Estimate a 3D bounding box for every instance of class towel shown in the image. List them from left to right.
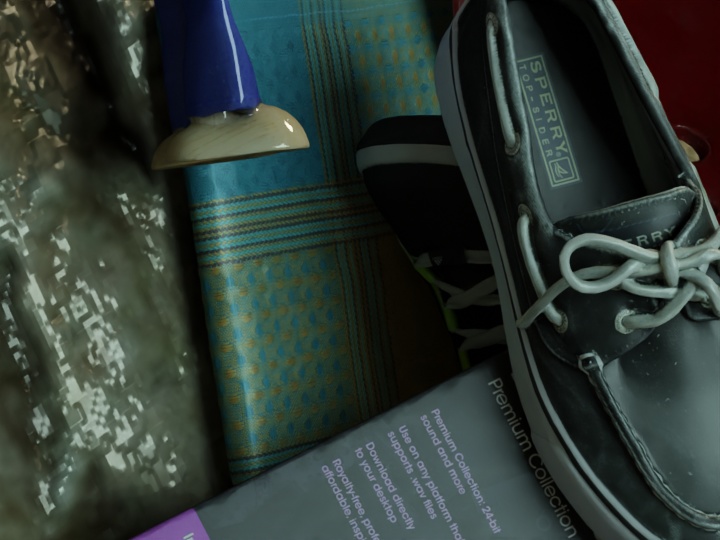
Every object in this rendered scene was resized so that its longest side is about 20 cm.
[{"bbox_3d":[0.000,0.000,0.994,0.146,0.022,0.201,-7,89,-45],"label":"towel"}]

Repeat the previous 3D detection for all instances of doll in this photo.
[{"bbox_3d":[-0.054,-0.132,0.891,0.048,0.136,0.201,-7,92,-11],"label":"doll"}]

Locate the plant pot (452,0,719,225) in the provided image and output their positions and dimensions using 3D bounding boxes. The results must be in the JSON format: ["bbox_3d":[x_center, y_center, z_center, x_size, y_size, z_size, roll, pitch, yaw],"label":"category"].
[{"bbox_3d":[0.152,-0.111,1.037,0.201,0.200,0.183,65,30,-15],"label":"plant pot"}]

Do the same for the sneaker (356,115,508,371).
[{"bbox_3d":[0.065,0.029,0.991,0.200,0.072,0.083,43,59,-32],"label":"sneaker"}]

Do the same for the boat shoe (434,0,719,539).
[{"bbox_3d":[0.081,-0.003,0.902,0.073,0.068,0.200,-12,77,-15],"label":"boat shoe"}]

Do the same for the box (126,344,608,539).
[{"bbox_3d":[0.036,0.108,0.919,0.200,0.036,0.143,-26,86,-19],"label":"box"}]
